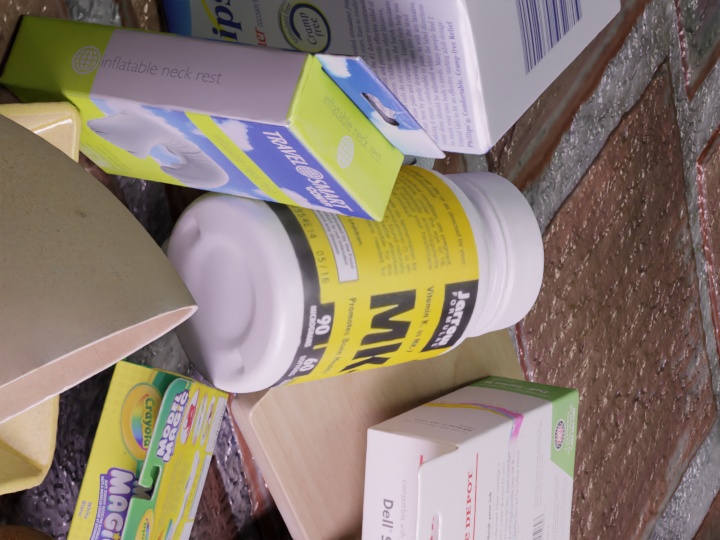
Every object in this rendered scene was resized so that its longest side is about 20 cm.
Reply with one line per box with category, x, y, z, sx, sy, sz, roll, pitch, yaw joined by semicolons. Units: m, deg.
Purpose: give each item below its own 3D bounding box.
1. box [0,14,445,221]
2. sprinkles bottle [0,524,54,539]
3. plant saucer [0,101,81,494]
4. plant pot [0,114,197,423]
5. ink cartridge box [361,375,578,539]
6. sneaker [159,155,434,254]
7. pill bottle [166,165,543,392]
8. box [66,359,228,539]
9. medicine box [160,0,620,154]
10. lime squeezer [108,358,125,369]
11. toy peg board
box;-0.071;-0.078;1.306;0.122;0.200;0.048;43;61;-57
sprinkles bottle;-0.179;0.235;1.350;0.068;0.068;0.200;-42;133;-49
plant saucer;-0.219;0.017;1.227;0.200;0.048;0.200;-9;106;-60
plant pot;-0.188;0.002;1.070;0.200;0.200;0.135;-24;85;-57
ink cartridge box;0.058;0.143;1.556;0.200;0.067;0.117;-17;113;-57
sneaker;-0.049;-0.040;1.505;0.200;0.071;0.073;-29;131;-30
pill bottle;0.000;0.000;1.435;0.200;0.114;0.114;-10;109;-38
box;-0.116;0.112;1.365;0.200;0.048;0.117;81;24;-85
medicine box;0.019;-0.162;1.443;0.182;0.200;0.103;-47;136;-45
lime squeezer;-0.175;0.057;1.247;0.200;0.038;0.071;-39;163;-52
toy peg board;-0.011;0.065;1.603;0.199;0.098;0.200;-47;140;-22
